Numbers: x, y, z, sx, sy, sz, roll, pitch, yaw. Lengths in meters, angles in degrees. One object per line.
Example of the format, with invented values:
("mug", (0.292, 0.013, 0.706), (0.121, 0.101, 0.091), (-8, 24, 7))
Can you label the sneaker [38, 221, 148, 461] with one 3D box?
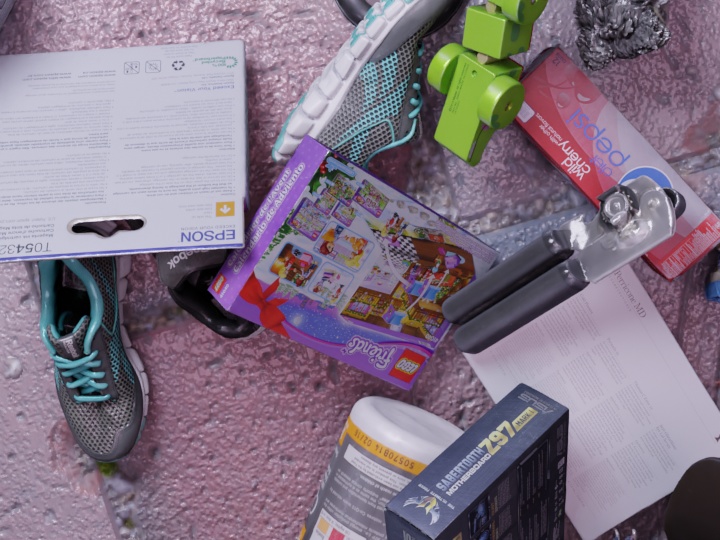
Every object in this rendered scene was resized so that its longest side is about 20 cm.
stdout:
("sneaker", (-0.220, 0.059, 0.888), (0.078, 0.091, 0.200), (-7, 99, 8))

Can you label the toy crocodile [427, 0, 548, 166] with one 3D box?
("toy crocodile", (0.099, -0.169, 0.817), (0.067, 0.062, 0.200), (35, 128, 33))

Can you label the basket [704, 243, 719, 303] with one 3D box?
("basket", (0.347, 0.026, 0.867), (0.139, 0.176, 0.200), (0, 83, -10))

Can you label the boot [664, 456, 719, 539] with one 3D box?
("boot", (0.314, 0.169, 0.874), (0.200, 0.064, 0.187), (-33, 132, -35))

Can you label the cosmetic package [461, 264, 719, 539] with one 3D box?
("cosmetic package", (0.194, 0.100, 0.932), (0.151, 0.052, 0.200), (-32, 98, 5))

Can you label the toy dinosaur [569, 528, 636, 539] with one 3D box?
("toy dinosaur", (0.226, 0.285, 0.909), (0.105, 0.200, 0.182), (-32, 112, 27))

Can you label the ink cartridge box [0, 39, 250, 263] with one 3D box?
("ink cartridge box", (-0.182, -0.083, 0.846), (0.196, 0.043, 0.200), (-3, 58, -1))

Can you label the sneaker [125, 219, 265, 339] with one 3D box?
("sneaker", (-0.138, -0.025, 0.887), (0.066, 0.091, 0.200), (-35, 97, 3))

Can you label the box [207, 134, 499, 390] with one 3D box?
("box", (0.000, 0.000, 0.868), (0.200, 0.039, 0.137), (28, 98, -40))

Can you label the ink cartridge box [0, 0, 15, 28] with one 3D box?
("ink cartridge box", (-0.360, -0.244, 0.807), (0.200, 0.176, 0.084), (30, 97, -6))

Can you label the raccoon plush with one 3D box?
("raccoon plush", (0.153, -0.234, 0.826), (0.200, 0.097, 0.134), (19, 67, -25))

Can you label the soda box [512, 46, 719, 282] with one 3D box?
("soda box", (0.196, -0.084, 0.895), (0.063, 0.070, 0.200), (-43, 96, 8))

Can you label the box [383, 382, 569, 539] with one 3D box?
("box", (0.092, 0.206, 0.863), (0.158, 0.051, 0.200), (-38, 138, -32))

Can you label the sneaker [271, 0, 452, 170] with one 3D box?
("sneaker", (0.020, -0.141, 0.871), (0.091, 0.078, 0.200), (34, 119, -13))

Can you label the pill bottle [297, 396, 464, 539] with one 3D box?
("pill bottle", (0.012, 0.212, 0.911), (0.116, 0.116, 0.200), (23, 97, -4))

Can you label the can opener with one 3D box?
("can opener", (0.156, 0.000, 0.859), (0.200, 0.067, 0.053), (-35, 62, 29))

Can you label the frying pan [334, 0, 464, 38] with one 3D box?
("frying pan", (0.012, -0.206, 0.897), (0.115, 0.031, 0.190), (30, 94, -3))
